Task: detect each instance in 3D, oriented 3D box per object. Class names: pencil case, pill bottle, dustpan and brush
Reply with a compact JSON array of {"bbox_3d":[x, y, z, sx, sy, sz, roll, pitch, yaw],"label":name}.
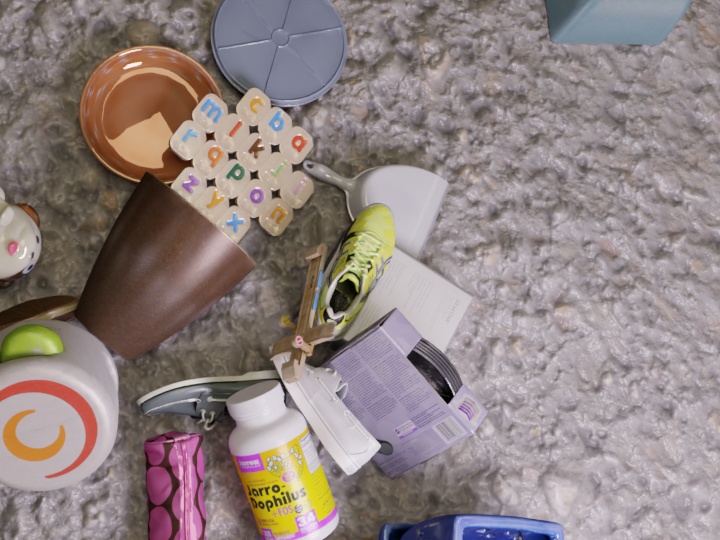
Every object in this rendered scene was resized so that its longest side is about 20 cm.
[{"bbox_3d":[-0.228,0.302,1.527,0.090,0.094,0.202,-4,77,-12],"label":"pencil case"},{"bbox_3d":[-0.104,0.247,1.542,0.104,0.104,0.202,-22,99,-18],"label":"pill bottle"},{"bbox_3d":[0.011,-0.110,1.715,0.199,0.057,0.140,29,70,-14],"label":"dustpan and brush"}]

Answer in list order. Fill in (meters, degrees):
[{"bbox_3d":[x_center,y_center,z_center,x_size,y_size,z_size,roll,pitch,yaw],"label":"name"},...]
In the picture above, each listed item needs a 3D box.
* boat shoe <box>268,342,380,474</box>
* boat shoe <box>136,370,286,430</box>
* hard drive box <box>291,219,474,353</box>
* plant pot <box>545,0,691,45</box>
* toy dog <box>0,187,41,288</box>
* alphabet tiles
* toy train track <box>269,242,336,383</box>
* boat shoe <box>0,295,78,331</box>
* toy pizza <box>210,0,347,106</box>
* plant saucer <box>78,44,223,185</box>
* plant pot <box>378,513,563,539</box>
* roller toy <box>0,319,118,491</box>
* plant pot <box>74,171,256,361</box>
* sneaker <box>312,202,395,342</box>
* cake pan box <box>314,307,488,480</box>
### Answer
[{"bbox_3d":[-0.045,0.163,1.552,0.068,0.072,0.200,-35,61,-3],"label":"boat shoe"},{"bbox_3d":[-0.189,0.174,1.580,0.198,0.073,0.062,-6,75,-21],"label":"boat shoe"},{"bbox_3d":[0.030,0.054,1.662,0.199,0.077,0.157,33,72,-5],"label":"hard drive box"},{"bbox_3d":[0.400,-0.469,1.817,0.194,0.200,0.198,-2,78,-15],"label":"plant pot"},{"bbox_3d":[-0.496,-0.050,1.515,0.199,0.193,0.141,26,73,-31],"label":"toy dog"},{"bbox_3d":[-0.162,-0.143,1.661,0.200,0.015,0.196,41,73,-15],"label":"alphabet tiles"},{"bbox_3d":[-0.076,0.047,1.537,0.032,0.114,0.201,36,48,-33],"label":"toy train track"},{"bbox_3d":[-0.445,0.096,1.542,0.199,0.072,0.073,-29,116,-27],"label":"boat shoe"},{"bbox_3d":[-0.117,-0.327,1.738,0.198,0.032,0.202,3,75,-13],"label":"toy pizza"},{"bbox_3d":[-0.285,-0.209,1.663,0.198,0.037,0.202,4,75,-14],"label":"plant saucer"},{"bbox_3d":[0.129,0.412,1.529,0.199,0.179,0.202,13,73,-39],"label":"plant pot"},{"bbox_3d":[-0.387,0.161,1.471,0.182,0.140,0.200,36,104,-23],"label":"roller toy"},{"bbox_3d":[-0.266,0.011,1.555,0.187,0.187,0.200,39,83,-3],"label":"plant pot"},{"bbox_3d":[0.000,0.000,1.586,0.075,0.076,0.201,25,72,-6],"label":"sneaker"},{"bbox_3d":[0.044,0.161,1.570,0.184,0.200,0.052,46,47,-4],"label":"cake pan box"}]
